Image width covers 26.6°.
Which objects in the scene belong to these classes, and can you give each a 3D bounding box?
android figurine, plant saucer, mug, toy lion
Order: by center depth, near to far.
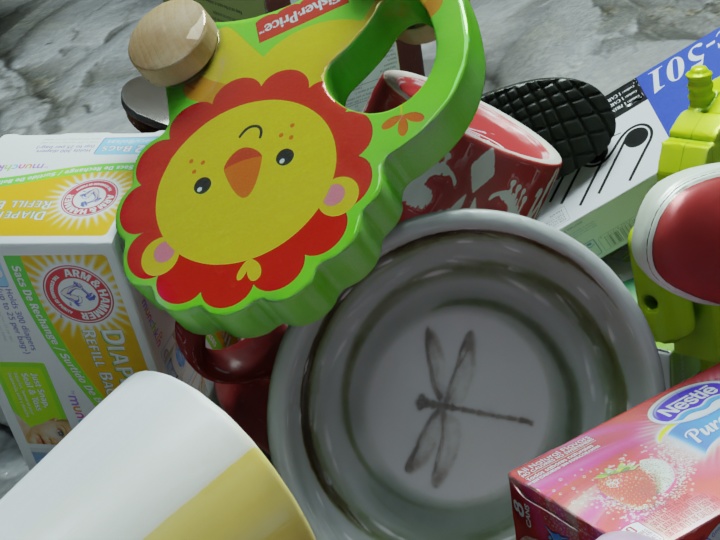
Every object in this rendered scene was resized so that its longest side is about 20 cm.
[{"bbox_3d":[-0.107,0.151,0.688,0.153,0.150,0.186,-35,28,-31],"label":"mug"},{"bbox_3d":[-0.030,-0.065,0.748,0.199,0.069,0.193,-23,54,13],"label":"toy lion"},{"bbox_3d":[0.051,0.070,0.759,0.199,0.201,0.050,-12,4,-8],"label":"plant saucer"},{"bbox_3d":[0.010,0.006,0.817,0.133,0.201,0.177,33,18,19],"label":"mug"},{"bbox_3d":[0.221,-0.030,0.887,0.182,0.201,0.041,-31,29,-36],"label":"android figurine"}]

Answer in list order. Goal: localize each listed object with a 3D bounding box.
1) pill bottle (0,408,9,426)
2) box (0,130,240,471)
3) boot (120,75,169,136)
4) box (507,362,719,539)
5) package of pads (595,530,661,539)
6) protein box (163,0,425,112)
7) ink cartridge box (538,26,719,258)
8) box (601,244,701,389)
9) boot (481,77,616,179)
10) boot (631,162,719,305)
[{"bbox_3d":[-0.174,0.014,1.027,0.199,0.113,0.112,-28,31,-36],"label":"pill bottle"},{"bbox_3d":[-0.143,0.030,0.860,0.112,0.201,0.102,-1,39,18],"label":"box"},{"bbox_3d":[-0.081,-0.013,0.921,0.185,0.200,0.064,15,39,-18],"label":"boot"},{"bbox_3d":[0.176,0.113,0.715,0.199,0.100,0.095,-23,29,-27],"label":"box"},{"bbox_3d":[0.053,0.193,0.561,0.199,0.121,0.076,-25,30,-31],"label":"package of pads"},{"bbox_3d":[-0.052,-0.161,1.256,0.134,0.201,0.198,-21,27,-25],"label":"protein box"},{"bbox_3d":[0.191,-0.081,0.989,0.199,0.044,0.094,-30,40,13],"label":"ink cartridge box"},{"bbox_3d":[0.188,0.011,1.004,0.144,0.037,0.200,11,32,37],"label":"box"},{"bbox_3d":[0.063,-0.092,1.016,0.199,0.068,0.131,-19,20,6],"label":"boot"},{"bbox_3d":[0.241,0.003,0.730,0.199,0.073,0.144,8,13,-26],"label":"boot"}]
